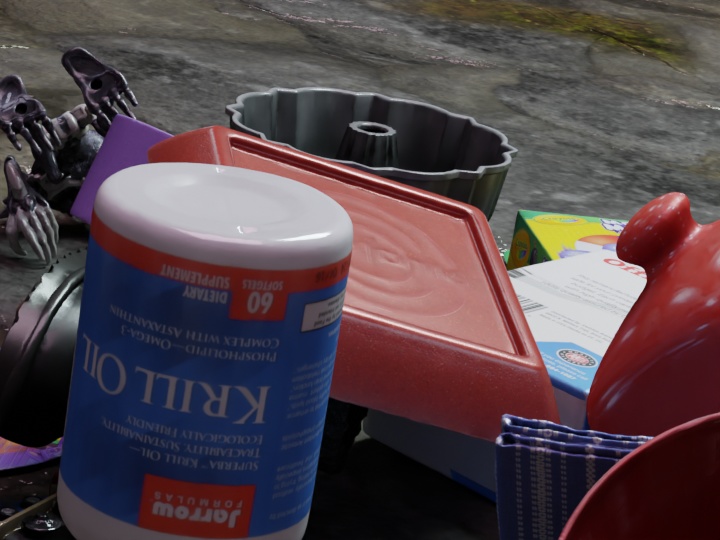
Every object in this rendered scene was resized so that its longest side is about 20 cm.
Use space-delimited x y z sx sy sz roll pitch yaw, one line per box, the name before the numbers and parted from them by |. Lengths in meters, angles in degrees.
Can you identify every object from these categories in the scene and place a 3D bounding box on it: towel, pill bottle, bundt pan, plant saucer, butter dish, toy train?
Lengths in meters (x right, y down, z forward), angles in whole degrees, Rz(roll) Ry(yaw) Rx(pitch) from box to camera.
towel | 0.159 0.123 1.044 0.199 0.145 0.024 6 45 14
pill bottle | -0.070 0.064 1.035 0.112 0.201 0.112 8 18 -2
bundt pan | 0.002 -0.062 1.649 0.201 0.076 0.202 9 19 -3
plant saucer | 0.000 0.000 1.194 0.199 0.037 0.200 17 26 -20
butter dish | 0.184 0.026 1.171 0.148 0.199 0.200 48 48 -3
toy train | -0.123 0.105 1.154 0.046 0.034 0.200 13 18 22

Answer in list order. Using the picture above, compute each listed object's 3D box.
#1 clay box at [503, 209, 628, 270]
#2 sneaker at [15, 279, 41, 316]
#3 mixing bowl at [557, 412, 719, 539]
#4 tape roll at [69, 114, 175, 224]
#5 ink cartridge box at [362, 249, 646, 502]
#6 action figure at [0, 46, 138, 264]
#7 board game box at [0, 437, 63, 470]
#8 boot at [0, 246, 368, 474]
clay box | 0.167 0.008 1.567 0.114 0.048 0.200 6 19 -12
sneaker | -0.108 0.049 1.310 0.075 0.071 0.200 -31 37 -30
mixing bowl | 0.168 0.165 0.936 0.199 0.109 0.201 -2 52 2
tape roll | -0.063 -0.017 1.378 0.199 0.066 0.200 26 0 0
ink cartridge box | 0.123 0.060 1.326 0.146 0.085 0.199 24 24 38
action figure | -0.174 -0.057 1.513 0.118 0.102 0.200 -21 -19 -6
board game box | -0.233 0.047 1.260 0.157 0.039 0.200 -5 22 -37
boot | -0.080 0.054 1.150 0.157 0.080 0.211 29 25 8
